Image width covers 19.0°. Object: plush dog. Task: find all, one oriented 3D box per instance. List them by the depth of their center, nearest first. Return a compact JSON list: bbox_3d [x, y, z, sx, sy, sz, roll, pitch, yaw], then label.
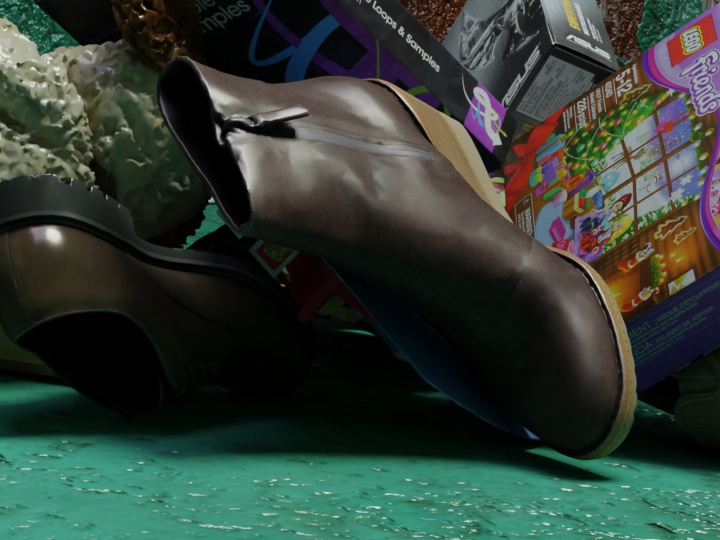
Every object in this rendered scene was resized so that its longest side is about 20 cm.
[{"bbox_3d":[-0.139,-0.055,0.993,0.171,0.200,0.161,-16,55,-19],"label":"plush dog"}]

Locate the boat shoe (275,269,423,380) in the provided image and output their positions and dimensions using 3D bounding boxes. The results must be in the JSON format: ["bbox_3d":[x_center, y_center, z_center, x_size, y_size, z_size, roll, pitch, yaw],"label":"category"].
[{"bbox_3d":[0.002,-0.002,1.139,0.060,0.072,0.202,54,-14,-31],"label":"boat shoe"}]

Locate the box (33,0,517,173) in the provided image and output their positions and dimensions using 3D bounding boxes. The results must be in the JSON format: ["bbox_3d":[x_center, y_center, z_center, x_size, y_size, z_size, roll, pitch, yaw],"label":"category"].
[{"bbox_3d":[-0.041,-0.100,1.039,0.143,0.036,0.200,-21,-54,41],"label":"box"}]

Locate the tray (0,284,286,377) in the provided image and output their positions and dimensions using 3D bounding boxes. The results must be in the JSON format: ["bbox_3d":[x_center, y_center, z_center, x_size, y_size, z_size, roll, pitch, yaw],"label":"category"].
[{"bbox_3d":[-0.122,0.026,1.091,0.098,0.037,0.200,7,5,21],"label":"tray"}]

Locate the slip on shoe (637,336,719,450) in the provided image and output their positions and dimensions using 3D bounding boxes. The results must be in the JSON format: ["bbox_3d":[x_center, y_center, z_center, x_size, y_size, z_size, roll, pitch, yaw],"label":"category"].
[{"bbox_3d":[0.169,0.056,0.946,0.076,0.061,0.200,49,-4,-32],"label":"slip on shoe"}]

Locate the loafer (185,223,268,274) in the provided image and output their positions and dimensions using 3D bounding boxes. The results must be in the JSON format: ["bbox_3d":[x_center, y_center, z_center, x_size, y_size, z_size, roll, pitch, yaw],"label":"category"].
[{"bbox_3d":[-0.031,-0.012,1.365,0.070,0.068,0.200,20,17,34],"label":"loafer"}]

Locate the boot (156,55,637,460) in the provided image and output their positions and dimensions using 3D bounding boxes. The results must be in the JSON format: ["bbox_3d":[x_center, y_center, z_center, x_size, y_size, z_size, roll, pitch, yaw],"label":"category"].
[{"bbox_3d":[0.012,-0.004,0.884,0.166,0.072,0.200,6,42,-44],"label":"boot"}]

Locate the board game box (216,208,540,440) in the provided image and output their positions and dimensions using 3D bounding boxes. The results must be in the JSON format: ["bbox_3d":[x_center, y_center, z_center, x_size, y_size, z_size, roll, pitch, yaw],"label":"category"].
[{"bbox_3d":[0.008,0.015,0.979,0.200,0.039,0.158,50,16,19],"label":"board game box"}]

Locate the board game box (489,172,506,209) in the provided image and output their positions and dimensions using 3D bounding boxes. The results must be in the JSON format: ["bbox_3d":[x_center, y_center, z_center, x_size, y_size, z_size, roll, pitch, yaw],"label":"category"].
[{"bbox_3d":[0.110,-0.016,1.157,0.199,0.032,0.120,21,8,-15],"label":"board game box"}]

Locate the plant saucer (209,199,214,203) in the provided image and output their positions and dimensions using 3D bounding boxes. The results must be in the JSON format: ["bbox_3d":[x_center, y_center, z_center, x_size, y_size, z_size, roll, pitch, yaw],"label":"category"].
[{"bbox_3d":[-0.096,-0.056,1.245,0.200,0.039,0.201,0,1,0],"label":"plant saucer"}]

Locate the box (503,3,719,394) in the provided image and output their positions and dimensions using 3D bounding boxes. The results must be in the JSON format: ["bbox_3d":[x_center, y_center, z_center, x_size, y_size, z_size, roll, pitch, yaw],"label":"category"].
[{"bbox_3d":[0.133,-0.028,1.000,0.137,0.039,0.200,-33,28,22],"label":"box"}]

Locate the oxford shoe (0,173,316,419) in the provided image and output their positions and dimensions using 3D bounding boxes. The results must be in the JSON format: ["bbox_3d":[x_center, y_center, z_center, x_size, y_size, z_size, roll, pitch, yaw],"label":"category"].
[{"bbox_3d":[-0.089,0.032,0.931,0.073,0.085,0.200,-29,-32,30],"label":"oxford shoe"}]

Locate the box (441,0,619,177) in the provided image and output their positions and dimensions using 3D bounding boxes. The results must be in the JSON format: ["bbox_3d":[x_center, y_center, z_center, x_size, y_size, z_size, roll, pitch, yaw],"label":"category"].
[{"bbox_3d":[0.074,-0.086,1.286,0.048,0.200,0.159,21,31,-19],"label":"box"}]
